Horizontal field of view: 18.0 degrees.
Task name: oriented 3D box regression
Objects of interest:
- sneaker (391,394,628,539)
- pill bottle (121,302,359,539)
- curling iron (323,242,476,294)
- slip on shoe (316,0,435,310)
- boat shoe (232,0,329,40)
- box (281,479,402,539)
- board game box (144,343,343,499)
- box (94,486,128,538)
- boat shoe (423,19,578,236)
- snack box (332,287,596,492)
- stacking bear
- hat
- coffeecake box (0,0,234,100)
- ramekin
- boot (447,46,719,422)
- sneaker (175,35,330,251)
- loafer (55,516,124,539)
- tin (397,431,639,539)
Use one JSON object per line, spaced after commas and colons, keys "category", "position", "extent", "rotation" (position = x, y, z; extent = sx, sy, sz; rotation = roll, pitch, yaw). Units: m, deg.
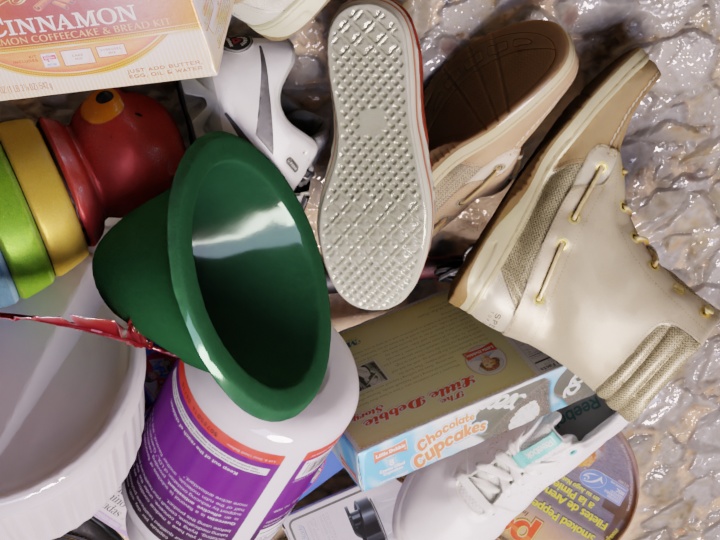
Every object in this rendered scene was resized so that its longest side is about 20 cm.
{"category": "sneaker", "position": [0.106, 0.121, 1.499], "extent": [0.200, 0.088, 0.075], "rotation": [-38, 92, -11]}
{"category": "pill bottle", "position": [-0.084, 0.112, 1.435], "extent": [0.112, 0.113, 0.200], "rotation": [7, 140, -23]}
{"category": "curling iron", "position": [0.000, 0.000, 1.495], "extent": [0.198, 0.026, 0.050], "rotation": [-4, 167, -8]}
{"category": "slip on shoe", "position": [0.012, -0.072, 1.381], "extent": [0.073, 0.061, 0.201], "rotation": [3, 110, 12]}
{"category": "boat shoe", "position": [-0.016, -0.214, 1.276], "extent": [0.066, 0.074, 0.200], "rotation": [21, 121, -38]}
{"category": "box", "position": [0.053, 0.188, 1.606], "extent": [0.199, 0.117, 0.060], "rotation": [-24, 176, -4]}
{"category": "board game box", "position": [-0.105, 0.097, 1.536], "extent": [0.134, 0.045, 0.200], "rotation": [-37, 131, 15]}
{"category": "box", "position": [-0.147, 0.167, 1.587], "extent": [0.039, 0.042, 0.200], "rotation": [-38, 130, 15]}
{"category": "boat shoe", "position": [0.068, -0.082, 1.426], "extent": [0.064, 0.072, 0.200], "rotation": [25, 129, -38]}
{"category": "snack box", "position": [0.063, 0.063, 1.484], "extent": [0.199, 0.116, 0.037], "rotation": [-21, 129, -16]}
{"category": "stacking bear", "position": [-0.198, -0.045, 1.345], "extent": [0.199, 0.122, 0.114], "rotation": [-23, 126, -8]}
{"category": "hat", "position": [-0.139, 0.014, 1.337], "extent": [0.175, 0.166, 0.200], "rotation": [-14, 137, 26]}
{"category": "coffeecake box", "position": [-0.169, -0.194, 1.216], "extent": [0.152, 0.073, 0.201], "rotation": [-5, 134, 13]}
{"category": "ramekin", "position": [-0.223, 0.081, 1.390], "extent": [0.201, 0.203, 0.094], "rotation": [-17, 144, -3]}
{"category": "boot", "position": [0.169, -0.023, 1.428], "extent": [0.155, 0.073, 0.201], "rotation": [34, 84, -1]}
{"category": "sneaker", "position": [-0.057, -0.055, 1.400], "extent": [0.088, 0.074, 0.201], "rotation": [-15, 130, -8]}
{"category": "loafer", "position": [-0.248, 0.193, 1.556], "extent": [0.199, 0.073, 0.073], "rotation": [17, 122, -30]}
{"category": "tin", "position": [0.097, 0.125, 1.560], "extent": [0.199, 0.042, 0.112], "rotation": [32, 76, -4]}
